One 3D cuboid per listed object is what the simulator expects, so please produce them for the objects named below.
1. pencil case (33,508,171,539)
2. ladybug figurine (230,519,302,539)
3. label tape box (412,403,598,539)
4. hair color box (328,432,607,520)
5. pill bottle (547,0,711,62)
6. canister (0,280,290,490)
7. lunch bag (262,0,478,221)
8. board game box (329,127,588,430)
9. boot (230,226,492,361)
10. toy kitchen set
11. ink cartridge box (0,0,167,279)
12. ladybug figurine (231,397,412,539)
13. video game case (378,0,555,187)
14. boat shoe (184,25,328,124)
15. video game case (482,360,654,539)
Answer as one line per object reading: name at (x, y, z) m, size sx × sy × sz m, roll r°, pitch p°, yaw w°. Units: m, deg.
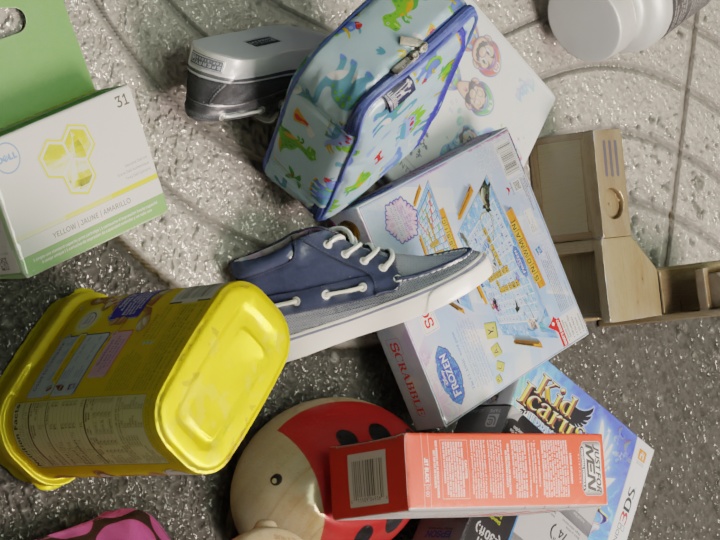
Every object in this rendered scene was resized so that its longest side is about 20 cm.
pencil case at (-0.221, 0.228, 1.518) m, size 0.200 × 0.091 × 0.094 m, roll -13°, pitch 60°, yaw -46°
ladybug figurine at (-0.082, 0.282, 1.557) m, size 0.136 × 0.072 × 0.200 m, roll 19°, pitch 72°, yaw -40°
label tape box at (0.115, 0.234, 1.792) m, size 0.144 × 0.063 × 0.200 m, roll 41°, pitch 60°, yaw -35°
hair color box at (0.085, 0.161, 1.669) m, size 0.200 × 0.101 × 0.061 m, roll 4°, pitch 78°, yaw -37°
pill bottle at (0.264, -0.272, 2.018) m, size 0.200 × 0.111 × 0.111 m, roll -37°, pitch 111°, yaw -40°
canister at (-0.158, 0.080, 1.509) m, size 0.087 × 0.200 × 0.149 m, roll 48°, pitch 55°, yaw -29°
lunch bag at (0.010, -0.140, 1.691) m, size 0.082 × 0.200 × 0.161 m, roll 41°, pitch 60°, yaw 9°
board game box at (0.087, 0.005, 1.824) m, size 0.199 × 0.041 × 0.200 m, roll -28°, pitch 100°, yaw -40°
boot at (0.000, 0.000, 1.702) m, size 0.200 × 0.073 × 0.090 m, roll -21°, pitch 101°, yaw -3°
toy kitchen set at (0.289, -0.044, 1.982) m, size 0.200 × 0.163 × 0.181 m, roll -6°, pitch 90°, yaw -45°
ink cartridge box at (-0.234, -0.111, 1.564) m, size 0.145 × 0.048 × 0.200 m, roll -28°, pitch 108°, yaw -41°
ladybug figurine at (-0.014, 0.170, 1.719) m, size 0.200 × 0.072 × 0.136 m, roll -17°, pitch 97°, yaw -44°
video game case at (0.081, -0.134, 1.886) m, size 0.182 × 0.024 × 0.200 m, roll 45°, pitch 58°, yaw -32°
boat shoe at (-0.069, -0.152, 1.715) m, size 0.200 × 0.072 × 0.068 m, roll -18°, pitch 127°, yaw -56°
video game case at (0.170, 0.194, 1.925) m, size 0.200 × 0.045 × 0.181 m, roll 39°, pitch 59°, yaw -34°
